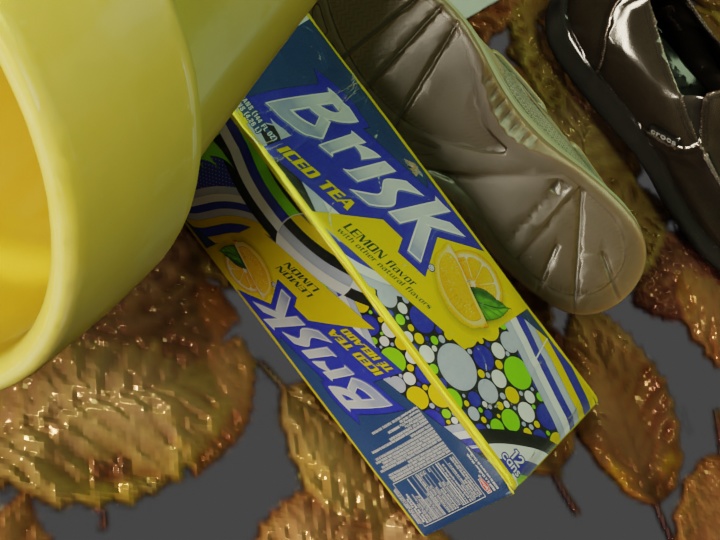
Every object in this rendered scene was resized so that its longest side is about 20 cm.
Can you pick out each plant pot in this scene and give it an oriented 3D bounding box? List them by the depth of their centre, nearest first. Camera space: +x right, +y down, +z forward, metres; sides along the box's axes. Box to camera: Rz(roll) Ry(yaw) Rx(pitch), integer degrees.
[{"bbox_3d":[-0.109,-0.092,0.608,0.201,0.201,0.189,51,49,-4],"label":"plant pot"}]

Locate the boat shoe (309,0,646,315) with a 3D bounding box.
[{"bbox_3d":[0.044,-0.063,0.818,0.200,0.072,0.065,43,11,-5],"label":"boat shoe"}]

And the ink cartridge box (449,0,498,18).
[{"bbox_3d":[0.006,-0.210,0.859,0.116,0.067,0.200,-34,89,-44],"label":"ink cartridge box"}]

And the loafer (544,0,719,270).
[{"bbox_3d":[0.173,-0.069,0.910,0.200,0.071,0.073,46,47,-9],"label":"loafer"}]

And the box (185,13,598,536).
[{"bbox_3d":[0.000,0.000,0.743,0.200,0.064,0.070,53,47,-3],"label":"box"}]
